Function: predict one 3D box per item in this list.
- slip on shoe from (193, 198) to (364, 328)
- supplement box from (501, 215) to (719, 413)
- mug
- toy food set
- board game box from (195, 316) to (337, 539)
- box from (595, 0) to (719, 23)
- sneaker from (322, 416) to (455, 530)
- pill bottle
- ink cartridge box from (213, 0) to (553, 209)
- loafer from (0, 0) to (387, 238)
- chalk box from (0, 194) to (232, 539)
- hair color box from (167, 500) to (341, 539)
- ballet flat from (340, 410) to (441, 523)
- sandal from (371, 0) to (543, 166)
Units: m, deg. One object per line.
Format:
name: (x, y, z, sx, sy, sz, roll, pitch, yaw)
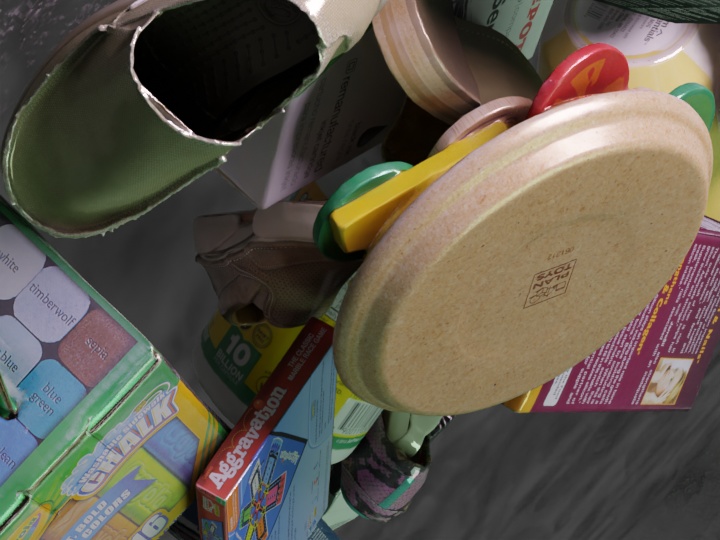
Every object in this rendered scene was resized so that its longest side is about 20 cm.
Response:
slip on shoe: (-0.028, -0.003, 0.833, 0.075, 0.061, 0.199, -6, -179, -28)
supplement box: (0.126, 0.011, 0.950, 0.199, 0.085, 0.111, 6, 110, -53)
mug: (0.178, -0.100, 1.089, 0.148, 0.188, 0.154, -14, 147, 1)
toy food set: (0.072, -0.012, 0.753, 0.199, 0.049, 0.199, -28, 149, -9)
board game box: (-0.046, 0.115, 0.877, 0.103, 0.019, 0.201, -57, 165, -29)
box: (0.118, -0.199, 0.721, 0.199, 0.086, 0.166, 6, 91, -46)
sneaker: (-0.004, 0.136, 1.273, 0.199, 0.074, 0.089, -36, 158, -6)
pill bottle: (0.000, 0.000, 0.970, 0.201, 0.113, 0.113, -55, 159, 18)
ink cartridge box: (0.011, -0.139, 0.783, 0.199, 0.084, 0.147, -32, 153, -37)
loafer: (-0.075, -0.073, 0.666, 0.199, 0.076, 0.068, -35, -166, 29)
chalk box: (-0.153, 0.058, 0.745, 0.124, 0.124, 0.200, -46, 159, -8)
hair color box: (-0.065, 0.161, 1.050, 0.061, 0.100, 0.200, -52, 141, -14)
ballet flat: (0.028, 0.065, 1.067, 0.071, 0.069, 0.201, -37, -150, 31)
sandal: (0.035, -0.069, 0.772, 0.069, 0.078, 0.211, -21, 159, 19)
